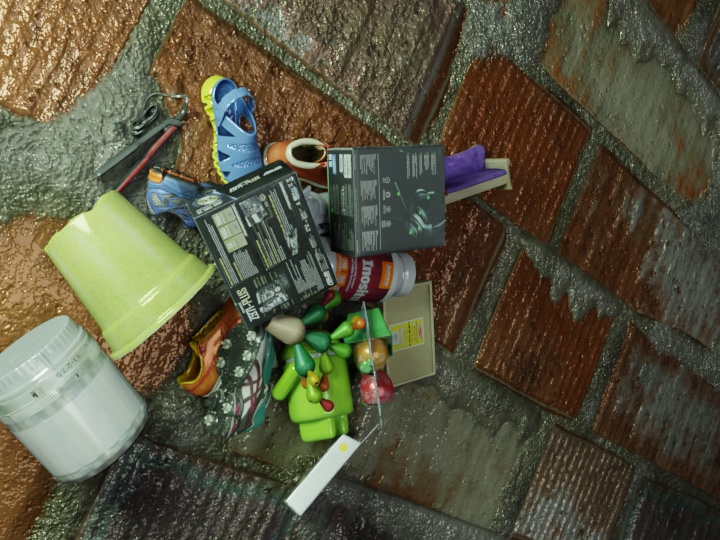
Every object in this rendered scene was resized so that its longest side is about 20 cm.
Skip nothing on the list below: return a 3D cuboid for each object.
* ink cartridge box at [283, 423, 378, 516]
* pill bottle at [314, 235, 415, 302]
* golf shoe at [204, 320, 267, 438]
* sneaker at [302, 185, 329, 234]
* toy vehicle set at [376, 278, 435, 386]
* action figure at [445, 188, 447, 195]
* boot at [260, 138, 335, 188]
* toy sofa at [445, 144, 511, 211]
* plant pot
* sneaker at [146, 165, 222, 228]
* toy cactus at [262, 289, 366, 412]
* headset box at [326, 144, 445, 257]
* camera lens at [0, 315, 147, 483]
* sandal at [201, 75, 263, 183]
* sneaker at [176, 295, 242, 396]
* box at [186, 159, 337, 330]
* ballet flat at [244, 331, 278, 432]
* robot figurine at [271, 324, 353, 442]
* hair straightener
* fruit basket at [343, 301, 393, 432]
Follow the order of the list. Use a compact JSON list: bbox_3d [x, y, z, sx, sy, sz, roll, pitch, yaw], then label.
[{"bbox_3d":[-0.057,0.352,1.172,0.047,0.198,0.200,39,70,9],"label":"ink cartridge box"},{"bbox_3d":[0.000,0.000,1.197,0.198,0.112,0.115,4,95,-32],"label":"pill bottle"},{"bbox_3d":[-0.192,0.173,1.066,0.088,0.077,0.203,11,99,-55],"label":"golf shoe"},{"bbox_3d":[-0.093,-0.118,1.107,0.199,0.075,0.116,-30,147,-38],"label":"sneaker"},{"bbox_3d":[0.094,0.128,1.324,0.123,0.026,0.203,-9,102,-31],"label":"toy vehicle set"},{"bbox_3d":[0.062,-0.151,1.191,0.197,0.099,0.066,-8,101,3],"label":"action figure"},{"bbox_3d":[-0.066,-0.189,1.133,0.198,0.107,0.076,-1,89,-35],"label":"boot"},{"bbox_3d":[0.208,-0.190,1.318,0.198,0.082,0.099,-20,108,-28],"label":"toy sofa"},{"bbox_3d":[-0.347,-0.006,0.949,0.200,0.200,0.185,-45,106,-18],"label":"plant pot"},{"bbox_3d":[-0.258,-0.104,1.055,0.198,0.075,0.079,19,107,-33],"label":"sneaker"},{"bbox_3d":[-0.078,0.113,1.052,0.164,0.102,0.203,26,68,-27],"label":"toy cactus"},{"bbox_3d":[0.052,-0.123,1.101,0.197,0.092,0.177,-9,104,-29],"label":"headset box"},{"bbox_3d":[-0.420,0.188,0.934,0.160,0.159,0.201,-40,115,-21],"label":"camera lens"},{"bbox_3d":[-0.199,-0.217,1.056,0.079,0.086,0.203,-30,114,-36],"label":"sandal"},{"bbox_3d":[-0.241,0.114,1.086,0.077,0.073,0.202,29,82,-35],"label":"sneaker"},{"bbox_3d":[-0.147,-0.040,0.995,0.162,0.086,0.202,-27,119,-11],"label":"box"},{"bbox_3d":[-0.183,0.184,1.147,0.070,0.067,0.203,12,91,-56],"label":"ballet flat"},{"bbox_3d":[-0.077,0.197,1.157,0.175,0.114,0.203,7,70,-58],"label":"robot figurine"},{"bbox_3d":[-0.341,-0.209,0.997,0.201,0.041,0.077,-51,119,-16],"label":"hair straightener"},{"bbox_3d":[0.016,0.180,1.166,0.092,0.186,0.203,-4,67,1],"label":"fruit basket"}]
